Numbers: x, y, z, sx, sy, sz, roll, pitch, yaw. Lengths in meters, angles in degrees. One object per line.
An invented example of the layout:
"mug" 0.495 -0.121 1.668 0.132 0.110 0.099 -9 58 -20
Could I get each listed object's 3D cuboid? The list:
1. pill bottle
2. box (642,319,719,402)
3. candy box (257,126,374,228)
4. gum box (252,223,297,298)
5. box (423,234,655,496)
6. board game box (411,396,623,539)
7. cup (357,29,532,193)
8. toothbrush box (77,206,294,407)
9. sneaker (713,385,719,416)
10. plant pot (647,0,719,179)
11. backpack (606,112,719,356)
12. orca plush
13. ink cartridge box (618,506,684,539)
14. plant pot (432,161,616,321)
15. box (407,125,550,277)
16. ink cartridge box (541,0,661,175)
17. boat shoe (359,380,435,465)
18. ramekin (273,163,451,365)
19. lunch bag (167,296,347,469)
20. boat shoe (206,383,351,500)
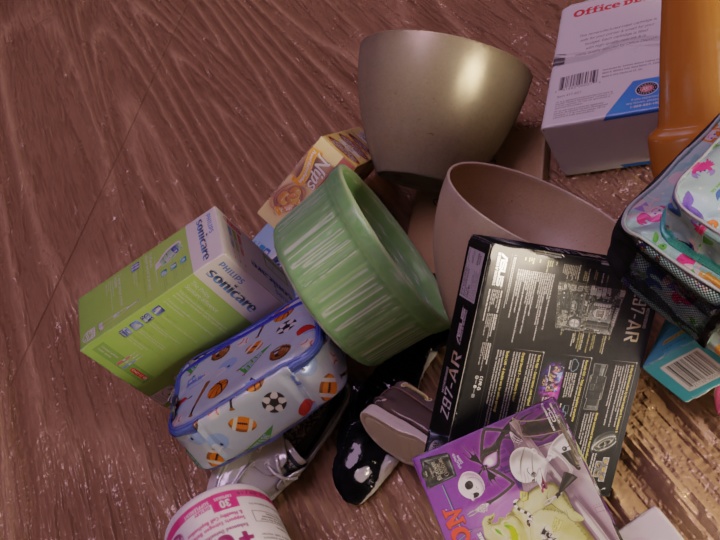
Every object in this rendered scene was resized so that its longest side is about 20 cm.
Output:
"pill bottle" -0.099 0.302 0.814 0.113 0.113 0.200 -39 43 0
"box" 0.313 0.013 0.756 0.200 0.049 0.082 -52 1 -35
"candy box" -0.039 -0.106 1.058 0.115 0.055 0.200 -49 -2 17
"gum box" -0.100 0.043 1.084 0.170 0.045 0.200 -49 43 -9
"box" 0.149 0.081 0.733 0.044 0.160 0.200 -144 62 -70
"board game box" 0.132 0.209 0.662 0.120 0.032 0.200 -27 78 14
"cup" 0.083 -0.168 1.018 0.200 0.200 0.143 8 85 39
"toothbrush box" -0.193 0.046 1.010 0.200 0.146 0.086 -32 44 13
"sneaker" 0.374 0.054 0.732 0.074 0.087 0.200 43 108 27
"plant pot" 0.348 -0.178 0.795 0.200 0.183 0.200 -14 9 2
"backpack" 0.303 -0.018 0.633 0.178 0.151 0.200 -42 74 -15
"orca plush" 0.024 0.132 0.902 0.200 0.071 0.105 -49 43 -11
"ink cartridge box" 0.213 0.298 0.651 0.163 0.057 0.200 -36 38 3
"plant pot" 0.151 0.000 0.864 0.200 0.200 0.135 54 130 47
"box" 0.136 -0.076 1.037 0.163 0.021 0.200 -9 50 28
"ink cartridge box" 0.294 -0.216 0.998 0.146 0.084 0.200 -6 52 32
"boat shoe" 0.092 0.167 0.820 0.200 0.072 0.060 28 56 32
"ramekin" 0.000 0.000 0.914 0.098 0.200 0.200 -35 43 11
"lunch bag" -0.110 0.110 0.933 0.200 0.076 0.160 -29 25 11
"boat shoe" -0.080 0.188 0.929 0.200 0.072 0.069 -46 27 -22
